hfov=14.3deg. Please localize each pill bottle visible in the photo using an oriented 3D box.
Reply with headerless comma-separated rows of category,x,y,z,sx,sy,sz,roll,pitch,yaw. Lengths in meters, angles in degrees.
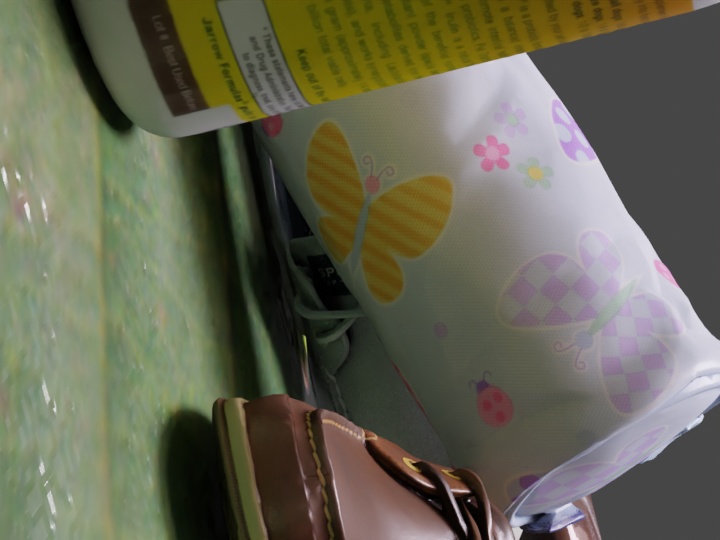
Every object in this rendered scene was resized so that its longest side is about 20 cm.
pill bottle,0.026,-0.107,0.716,0.109,0.199,0.110,-13,90,-83

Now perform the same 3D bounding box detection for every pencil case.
pencil case,0.029,-0.026,0.839,0.090,0.083,0.201,-21,75,-46

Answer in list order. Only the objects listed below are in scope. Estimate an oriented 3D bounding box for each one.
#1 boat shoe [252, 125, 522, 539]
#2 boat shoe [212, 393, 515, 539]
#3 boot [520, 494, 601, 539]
boat shoe,0.001,-0.001,0.907,0.071,0.070,0.202,29,44,-62
boat shoe,0.007,0.073,0.766,0.200,0.067,0.072,58,20,-69
boot,0.110,0.189,1.376,0.186,0.064,0.202,121,-40,-81
